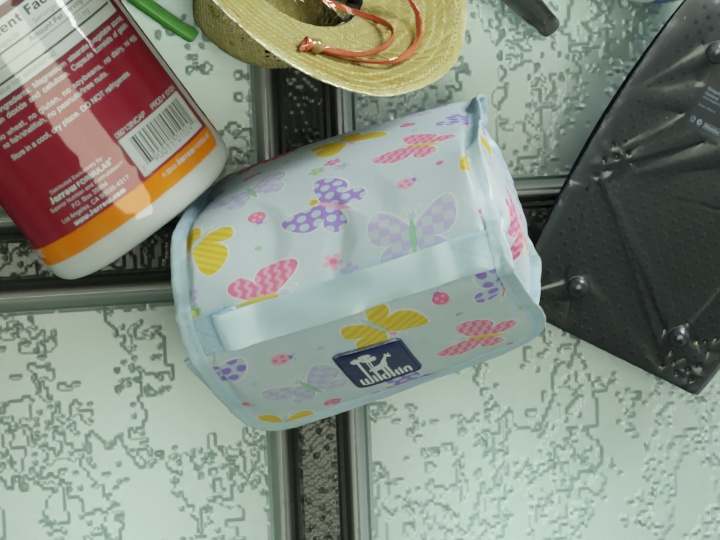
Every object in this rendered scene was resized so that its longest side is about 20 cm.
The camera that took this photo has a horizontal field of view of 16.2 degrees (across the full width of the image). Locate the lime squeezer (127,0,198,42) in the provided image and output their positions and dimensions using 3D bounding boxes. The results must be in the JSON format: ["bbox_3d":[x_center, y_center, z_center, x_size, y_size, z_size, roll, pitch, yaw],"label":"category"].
[{"bbox_3d":[-0.153,-0.201,1.319,0.071,0.038,0.201,-29,102,-38],"label":"lime squeezer"}]

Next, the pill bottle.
[{"bbox_3d":[-0.167,-0.104,1.282,0.113,0.113,0.200,-37,101,-4],"label":"pill bottle"}]

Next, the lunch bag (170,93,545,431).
[{"bbox_3d":[0.000,0.000,1.265,0.169,0.200,0.128,-19,99,6],"label":"lunch bag"}]

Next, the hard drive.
[{"bbox_3d":[0.180,-0.045,1.369,0.135,0.042,0.200,25,107,-12],"label":"hard drive"}]

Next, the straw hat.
[{"bbox_3d":[-0.046,-0.154,1.308,0.200,0.085,0.202,19,52,-26],"label":"straw hat"}]

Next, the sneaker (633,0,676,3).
[{"bbox_3d":[0.145,-0.236,1.338,0.082,0.074,0.201,-17,98,-21],"label":"sneaker"}]

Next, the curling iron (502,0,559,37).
[{"bbox_3d":[0.047,-0.191,1.305,0.049,0.026,0.200,-29,122,17],"label":"curling iron"}]
